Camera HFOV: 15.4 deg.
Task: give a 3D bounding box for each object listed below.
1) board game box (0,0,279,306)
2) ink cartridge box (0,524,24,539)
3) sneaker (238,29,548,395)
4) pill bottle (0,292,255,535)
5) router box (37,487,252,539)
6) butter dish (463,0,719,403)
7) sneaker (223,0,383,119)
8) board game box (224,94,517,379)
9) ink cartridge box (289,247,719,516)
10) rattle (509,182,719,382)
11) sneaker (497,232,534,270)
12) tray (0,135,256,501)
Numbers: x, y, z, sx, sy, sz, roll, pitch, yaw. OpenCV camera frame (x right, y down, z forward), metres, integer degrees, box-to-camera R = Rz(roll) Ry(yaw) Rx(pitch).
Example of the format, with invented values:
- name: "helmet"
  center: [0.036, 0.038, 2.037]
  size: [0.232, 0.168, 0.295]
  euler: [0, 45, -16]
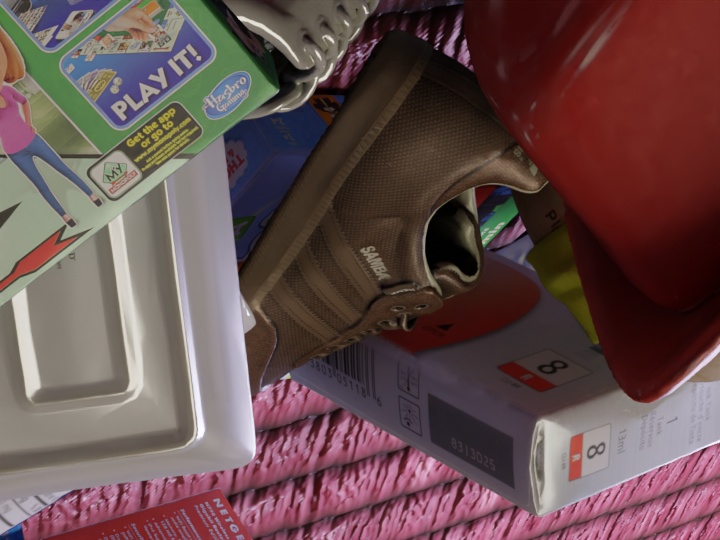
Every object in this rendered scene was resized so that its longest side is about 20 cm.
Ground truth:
- name: "board game box"
  center: [-0.142, -0.043, 0.747]
  size: [0.200, 0.029, 0.135]
  euler: [-37, 117, 9]
- name: "ink cartridge box"
  center: [-0.232, 0.130, 1.019]
  size: [0.200, 0.084, 0.146]
  euler: [-28, 159, -16]
- name: "sneaker"
  center: [0.000, 0.000, 0.948]
  size: [0.071, 0.075, 0.200]
  euler: [-60, -178, -38]
- name: "pill bottle"
  center: [-0.142, 0.033, 0.893]
  size: [0.200, 0.120, 0.120]
  euler: [-32, 159, -4]
- name: "router box"
  center: [-0.153, 0.176, 1.048]
  size: [0.179, 0.049, 0.200]
  euler: [-12, 151, -48]
- name: "butter dish"
  center: [0.094, -0.096, 0.768]
  size: [0.200, 0.148, 0.200]
  euler: [-47, -164, 16]
- name: "sneaker"
  center: [-0.031, -0.085, 0.866]
  size: [0.200, 0.071, 0.073]
  euler: [-20, 155, -31]
- name: "board game box"
  center: [-0.023, -0.011, 1.083]
  size: [0.200, 0.037, 0.151]
  euler: [-2, 143, -52]
- name: "ink cartridge box"
  center: [0.094, 0.020, 1.052]
  size: [0.200, 0.162, 0.050]
  euler: [-22, 120, -31]
- name: "rattle"
  center: [0.151, -0.040, 0.974]
  size: [0.200, 0.130, 0.143]
  euler: [7, 124, -46]
- name: "sneaker"
  center: [0.113, 0.002, 1.235]
  size: [0.200, 0.079, 0.079]
  euler: [-24, 165, -21]
- name: "tray"
  center: [-0.092, -0.017, 0.797]
  size: [0.107, 0.022, 0.201]
  euler: [-7, 116, -5]
